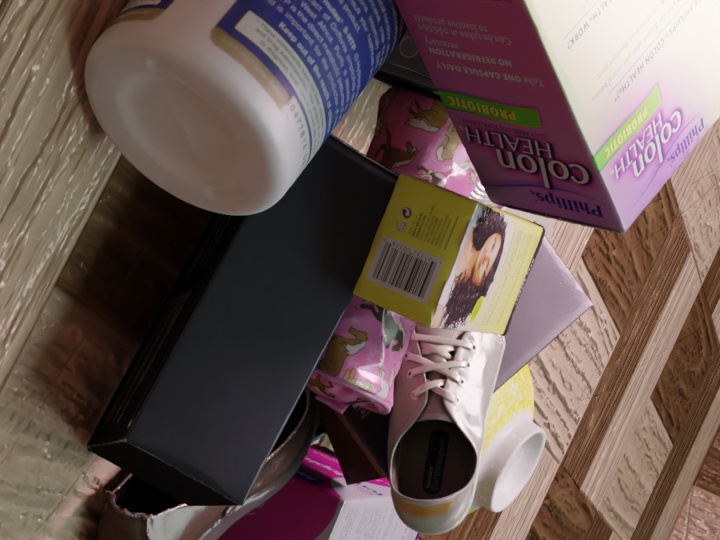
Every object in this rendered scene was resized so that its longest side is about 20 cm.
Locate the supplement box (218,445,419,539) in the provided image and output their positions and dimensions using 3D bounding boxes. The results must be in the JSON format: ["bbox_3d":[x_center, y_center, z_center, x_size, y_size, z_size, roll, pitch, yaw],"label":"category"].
[{"bbox_3d":[-0.037,0.187,1.416,0.104,0.101,0.200,-68,161,3],"label":"supplement box"}]

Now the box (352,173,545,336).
[{"bbox_3d":[0.055,-0.006,1.136,0.076,0.050,0.200,-69,165,4],"label":"box"}]

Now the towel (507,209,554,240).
[{"bbox_3d":[0.123,-0.038,1.686,0.133,0.034,0.200,-54,158,-28],"label":"towel"}]

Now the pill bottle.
[{"bbox_3d":[-0.039,-0.136,1.020,0.200,0.119,0.120,-54,157,-31],"label":"pill bottle"}]

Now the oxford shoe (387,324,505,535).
[{"bbox_3d":[0.052,0.066,1.269,0.058,0.075,0.201,58,36,-75],"label":"oxford shoe"}]

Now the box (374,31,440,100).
[{"bbox_3d":[0.071,-0.166,1.294,0.200,0.106,0.123,12,98,-70],"label":"box"}]

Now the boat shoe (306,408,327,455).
[{"bbox_3d":[-0.026,0.099,1.405,0.200,0.062,0.073,-4,114,-69],"label":"boat shoe"}]

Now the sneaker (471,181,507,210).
[{"bbox_3d":[0.071,-0.038,1.518,0.075,0.100,0.201,3,95,-25],"label":"sneaker"}]

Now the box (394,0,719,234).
[{"bbox_3d":[0.116,-0.156,1.021,0.176,0.096,0.200,-49,130,-24],"label":"box"}]

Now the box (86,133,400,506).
[{"bbox_3d":[-0.065,0.027,1.116,0.201,0.079,0.141,-62,-171,-13],"label":"box"}]

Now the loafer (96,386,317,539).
[{"bbox_3d":[-0.090,0.115,1.238,0.200,0.073,0.071,-50,156,-39],"label":"loafer"}]

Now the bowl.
[{"bbox_3d":[0.086,0.139,1.641,0.200,0.107,0.200,-46,154,-30],"label":"bowl"}]

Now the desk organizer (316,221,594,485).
[{"bbox_3d":[0.055,0.058,1.356,0.200,0.072,0.077,-39,-173,-25],"label":"desk organizer"}]

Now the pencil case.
[{"bbox_3d":[0.015,-0.011,1.239,0.086,0.083,0.201,33,75,-47],"label":"pencil case"}]
